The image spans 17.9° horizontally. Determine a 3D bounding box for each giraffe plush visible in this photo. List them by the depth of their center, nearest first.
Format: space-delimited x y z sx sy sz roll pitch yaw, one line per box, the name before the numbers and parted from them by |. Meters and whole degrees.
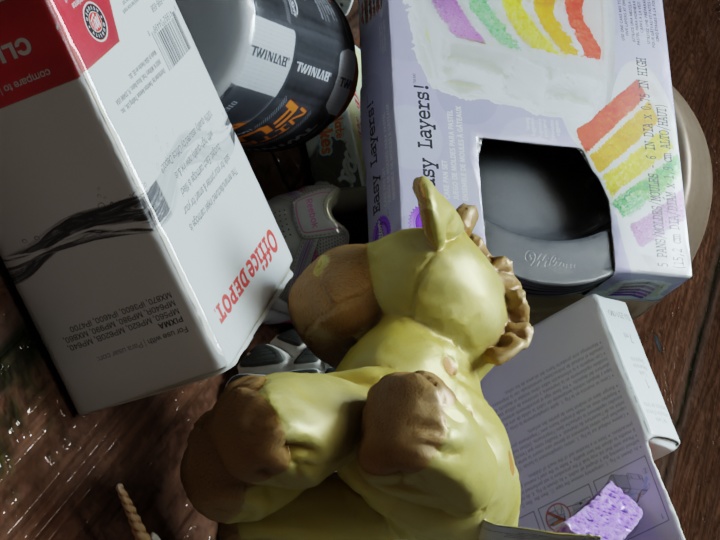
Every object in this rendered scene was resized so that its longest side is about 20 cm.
giraffe plush | 0.019 0.047 1.102 0.173 0.200 0.162 125 -29 -60

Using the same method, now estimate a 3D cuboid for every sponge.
sponge | 0.062 0.192 1.194 0.030 0.200 0.112 46 19 8

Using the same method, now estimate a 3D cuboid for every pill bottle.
pill bottle | -0.068 -0.123 1.276 0.200 0.106 0.106 8 64 -68

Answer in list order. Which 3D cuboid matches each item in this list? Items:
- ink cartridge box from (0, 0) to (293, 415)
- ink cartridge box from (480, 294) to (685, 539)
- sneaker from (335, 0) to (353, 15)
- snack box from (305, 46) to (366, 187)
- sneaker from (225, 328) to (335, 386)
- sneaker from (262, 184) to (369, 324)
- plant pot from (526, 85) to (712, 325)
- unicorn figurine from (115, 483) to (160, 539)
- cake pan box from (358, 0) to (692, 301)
ink cartridge box | -0.121 -0.052 1.098 0.200 0.084 0.144 65 19 -15
ink cartridge box | 0.089 0.134 1.281 0.044 0.200 0.174 15 51 -55
sneaker | -0.030 -0.218 1.394 0.074 0.200 0.085 18 24 -16
snack box | 0.005 -0.054 1.512 0.116 0.037 0.200 32 43 -63
sneaker | -0.032 0.117 1.225 0.083 0.080 0.200 68 24 -50
sneaker | 0.000 0.000 1.339 0.200 0.088 0.082 15 57 -58
plant pot | 0.101 -0.066 1.448 0.175 0.200 0.201 22 51 -59
unicorn figurine | -0.028 0.181 1.073 0.200 0.074 0.137 13 28 -47
cake pan box | 0.092 -0.079 1.311 0.052 0.184 0.200 134 -42 -62
